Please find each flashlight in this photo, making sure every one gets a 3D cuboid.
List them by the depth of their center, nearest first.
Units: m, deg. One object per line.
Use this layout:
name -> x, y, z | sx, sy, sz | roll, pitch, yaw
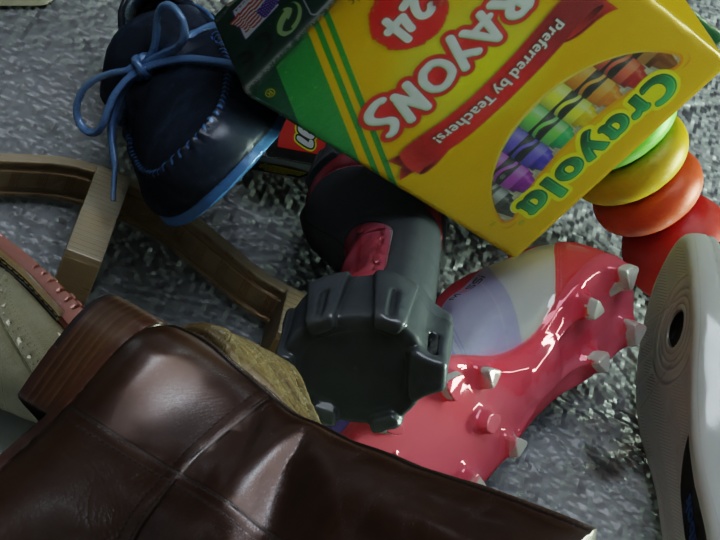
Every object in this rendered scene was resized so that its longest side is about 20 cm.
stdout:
flashlight -> 0.000, 0.000, 0.845 | 0.068, 0.068, 0.200 | 43, 20, -11

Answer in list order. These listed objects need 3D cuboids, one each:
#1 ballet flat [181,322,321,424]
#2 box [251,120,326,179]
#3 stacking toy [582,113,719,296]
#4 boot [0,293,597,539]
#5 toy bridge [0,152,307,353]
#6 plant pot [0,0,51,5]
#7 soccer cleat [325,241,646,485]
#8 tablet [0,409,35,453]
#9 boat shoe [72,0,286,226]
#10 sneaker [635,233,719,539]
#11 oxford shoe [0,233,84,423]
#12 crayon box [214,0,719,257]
ballet flat -> -0.009, 0.103, 0.703 | 0.072, 0.068, 0.200 | 4, 47, -49
box -> 0.023, -0.135, 0.981 | 0.137, 0.040, 0.200 | 10, 81, -22
stacking toy -> 0.114, -0.064, 0.962 | 0.200, 0.085, 0.085 | 59, 27, -29
boot -> -0.044, 0.121, 0.633 | 0.200, 0.187, 0.064 | 27, -8, 22
toy bridge -> -0.112, -0.016, 0.871 | 0.200, 0.027, 0.067 | 21, 37, -8
plant pot -> -0.235, -0.249, 0.938 | 0.200, 0.177, 0.200 | -5, 49, -35
soccer cleat -> 0.041, 0.043, 0.880 | 0.076, 0.067, 0.200 | 11, 32, 41
tablet -> -0.121, 0.088, 0.763 | 0.200, 0.014, 0.130 | 41, 41, 16
boat shoe -> -0.084, -0.073, 0.879 | 0.069, 0.084, 0.200 | 49, 1, -19
sneaker -> 0.184, 0.078, 0.903 | 0.112, 0.073, 0.200 | 12, 51, -12
oxford shoe -> -0.140, 0.027, 0.772 | 0.074, 0.071, 0.200 | -36, 71, -15
crayon box -> 0.057, -0.085, 0.841 | 0.200, 0.127, 0.051 | 28, 26, -41
